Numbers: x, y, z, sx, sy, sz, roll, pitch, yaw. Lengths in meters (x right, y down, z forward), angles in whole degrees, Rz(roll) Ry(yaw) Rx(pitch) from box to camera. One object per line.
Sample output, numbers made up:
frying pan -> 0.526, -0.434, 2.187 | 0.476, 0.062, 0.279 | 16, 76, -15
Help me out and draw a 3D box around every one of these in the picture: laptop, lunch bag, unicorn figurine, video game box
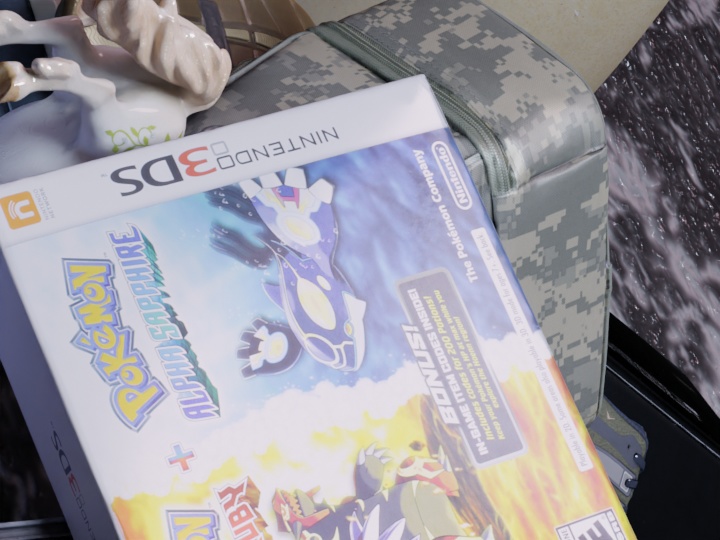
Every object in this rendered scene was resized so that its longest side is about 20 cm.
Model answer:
laptop -> 0.113, 0.098, 1.381 | 0.187, 0.116, 0.200 | 39, 11, -33
lunch bag -> 0.000, 0.000, 1.094 | 0.168, 0.200, 0.139 | -28, 47, -29
unicorn figurine -> -0.129, -0.042, 0.974 | 0.137, 0.200, 0.074 | 16, 65, -55
video game box -> -0.021, 0.044, 0.928 | 0.182, 0.047, 0.200 | -18, 75, -26

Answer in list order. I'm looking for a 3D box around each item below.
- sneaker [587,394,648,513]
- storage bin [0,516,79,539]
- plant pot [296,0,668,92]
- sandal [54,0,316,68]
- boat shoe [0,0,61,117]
sneaker -> 0.100, 0.108, 1.244 | 0.081, 0.074, 0.200 | -19, 102, -18
storage bin -> -0.125, 0.163, 0.880 | 0.200, 0.094, 0.135 | 1, 62, -56
plant pot -> 0.057, -0.135, 1.339 | 0.187, 0.200, 0.188 | 38, 35, -32
sandal -> -0.068, -0.081, 1.142 | 0.200, 0.054, 0.080 | 9, 65, -54
boat shoe -> -0.130, -0.050, 1.104 | 0.075, 0.062, 0.200 | 17, 54, -66
